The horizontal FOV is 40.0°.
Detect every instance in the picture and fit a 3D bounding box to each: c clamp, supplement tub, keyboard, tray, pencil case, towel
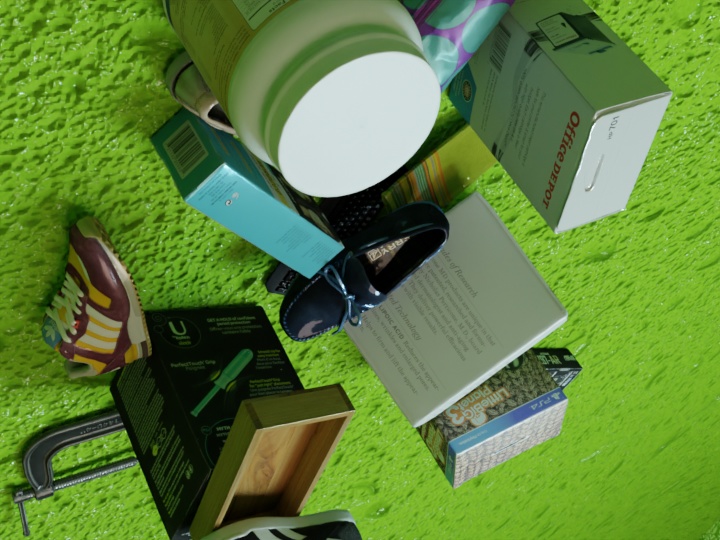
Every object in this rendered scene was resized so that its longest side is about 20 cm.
[{"bbox_3d":[-0.310,0.220,1.146,0.200,0.027,0.171,-18,139,-19],"label":"c clamp"},{"bbox_3d":[-0.044,-0.164,0.707,0.144,0.200,0.145,-22,146,-16],"label":"supplement tub"},{"bbox_3d":[-0.011,-0.035,1.050,0.104,0.040,0.200,7,131,-44],"label":"keyboard"},{"bbox_3d":[-0.085,0.185,0.910,0.098,0.037,0.200,-6,139,-34],"label":"tray"},{"bbox_3d":[0.087,-0.238,0.828,0.200,0.085,0.092,-51,159,24],"label":"pencil case"},{"bbox_3d":[0.108,-0.115,1.038,0.200,0.018,0.086,-40,148,-8],"label":"towel"}]

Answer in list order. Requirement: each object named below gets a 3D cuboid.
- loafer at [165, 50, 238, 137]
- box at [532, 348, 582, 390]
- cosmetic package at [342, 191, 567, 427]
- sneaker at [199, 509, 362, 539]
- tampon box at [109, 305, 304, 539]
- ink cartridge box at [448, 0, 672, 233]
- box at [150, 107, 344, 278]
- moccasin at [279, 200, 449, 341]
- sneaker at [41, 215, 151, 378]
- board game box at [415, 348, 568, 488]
[{"bbox_3d":[-0.077,-0.129,0.850,0.200,0.063,0.072,12,126,-48],"label":"loafer"},{"bbox_3d":[0.235,0.205,1.566,0.160,0.044,0.200,4,132,-43],"label":"box"},{"bbox_3d":[0.099,0.046,1.091,0.200,0.165,0.165,-36,171,4],"label":"cosmetic package"},{"bbox_3d":[-0.066,0.292,0.926,0.200,0.112,0.073,-3,135,-37],"label":"sneaker"},{"bbox_3d":[-0.148,0.153,1.029,0.150,0.200,0.126,-1,136,-37],"label":"tampon box"},{"bbox_3d":[0.171,-0.158,0.896,0.086,0.200,0.147,-19,145,-21],"label":"ink cartridge box"},{"bbox_3d":[-0.097,-0.066,0.898,0.049,0.082,0.200,-40,147,11],"label":"box"},{"bbox_3d":[0.000,0.000,0.982,0.200,0.068,0.080,-42,112,5],"label":"moccasin"},{"bbox_3d":[-0.251,0.036,0.908,0.090,0.075,0.200,-25,145,-18],"label":"sneaker"},{"bbox_3d":[0.137,0.143,1.258,0.159,0.200,0.097,-24,146,-14],"label":"board game box"}]
